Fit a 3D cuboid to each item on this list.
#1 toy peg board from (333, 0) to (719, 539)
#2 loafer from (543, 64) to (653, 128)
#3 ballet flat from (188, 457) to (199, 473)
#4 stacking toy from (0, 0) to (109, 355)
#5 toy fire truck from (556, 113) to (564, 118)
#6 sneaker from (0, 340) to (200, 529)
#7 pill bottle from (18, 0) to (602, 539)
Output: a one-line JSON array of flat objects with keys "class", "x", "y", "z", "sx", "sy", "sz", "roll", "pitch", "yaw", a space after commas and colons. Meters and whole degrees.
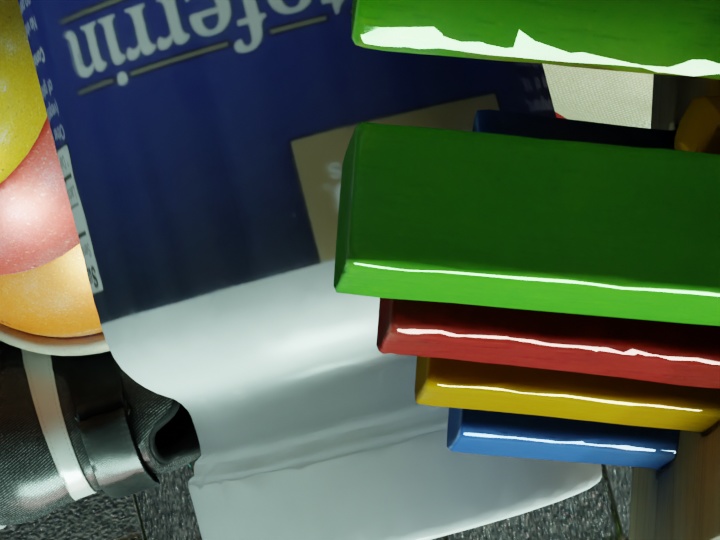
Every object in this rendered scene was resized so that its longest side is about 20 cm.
[{"class": "toy peg board", "x": 0.044, "y": -0.055, "z": 0.478, "sx": 0.097, "sy": 0.201, "sz": 0.199, "roll": 6, "pitch": 166, "yaw": -4}, {"class": "loafer", "x": 0.072, "y": -0.074, "z": 0.771, "sx": 0.075, "sy": 0.069, "sz": 0.199, "roll": -10, "pitch": -177, "yaw": 42}, {"class": "ballet flat", "x": 0.000, "y": 0.000, "z": 0.991, "sx": 0.200, "sy": 0.068, "sz": 0.068, "roll": -43, "pitch": 143, "yaw": -13}, {"class": "stacking toy", "x": -0.128, "y": -0.058, "z": 0.835, "sx": 0.145, "sy": 0.147, "sz": 0.200, "roll": -15, "pitch": 163, "yaw": 20}, {"class": "toy fire truck", "x": 0.007, "y": -0.091, "z": 0.923, "sx": 0.199, "sy": 0.141, "sz": 0.049, "roll": 11, "pitch": -130, "yaw": 41}, {"class": "sneaker", "x": -0.093, "y": 0.014, "z": 0.972, "sx": 0.111, "sy": 0.073, "sz": 0.201, "roll": -10, "pitch": -138, "yaw": 9}, {"class": "pill bottle", "x": -0.014, "y": -0.037, "z": 0.597, "sx": 0.115, "sy": 0.201, "sz": 0.116, "roll": -15, "pitch": 179, "yaw": 0}]
